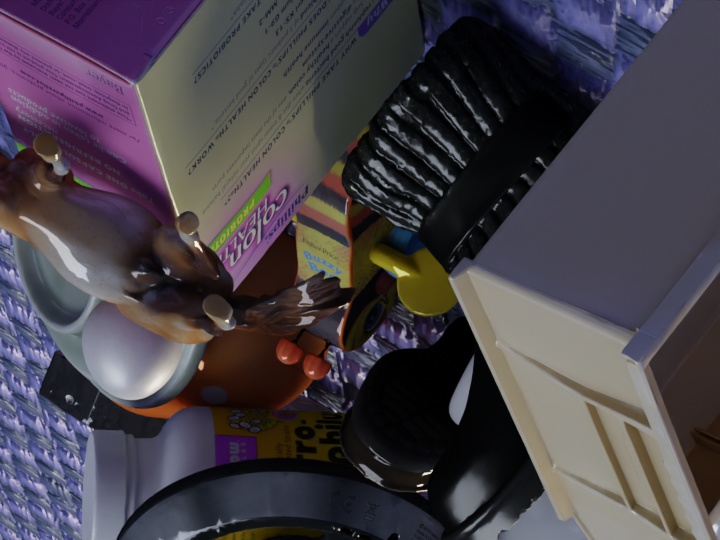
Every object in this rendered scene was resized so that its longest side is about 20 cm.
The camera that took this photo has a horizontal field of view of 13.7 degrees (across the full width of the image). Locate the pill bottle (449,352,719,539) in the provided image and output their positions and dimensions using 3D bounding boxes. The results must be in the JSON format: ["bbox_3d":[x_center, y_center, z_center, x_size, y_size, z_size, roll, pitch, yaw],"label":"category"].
[{"bbox_3d":[0.152,0.081,1.442,0.200,0.111,0.111,35,159,8],"label":"pill bottle"}]

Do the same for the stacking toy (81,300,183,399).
[{"bbox_3d":[-0.108,-0.034,1.460,0.146,0.200,0.146,4,157,2],"label":"stacking toy"}]

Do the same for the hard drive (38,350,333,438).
[{"bbox_3d":[-0.080,0.097,1.842,0.200,0.038,0.140,31,-159,20],"label":"hard drive"}]

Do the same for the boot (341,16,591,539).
[{"bbox_3d":[0.050,0.008,1.358,0.158,0.211,0.079,33,-175,2],"label":"boot"}]

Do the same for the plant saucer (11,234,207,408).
[{"bbox_3d":[-0.147,-0.020,1.642,0.200,0.050,0.200,19,113,56],"label":"plant saucer"}]

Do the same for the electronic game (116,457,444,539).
[{"bbox_3d":[-0.034,0.170,1.580,0.200,0.042,0.200,3,134,3],"label":"electronic game"}]

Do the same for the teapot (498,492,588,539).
[{"bbox_3d":[0.130,0.162,1.597,0.197,0.146,0.200,26,155,27],"label":"teapot"}]

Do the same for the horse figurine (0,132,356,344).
[{"bbox_3d":[-0.102,-0.015,1.238,0.200,0.050,0.133,29,171,1],"label":"horse figurine"}]

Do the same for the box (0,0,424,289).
[{"bbox_3d":[-0.067,-0.110,1.312,0.097,0.176,0.200,29,158,22],"label":"box"}]

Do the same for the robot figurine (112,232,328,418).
[{"bbox_3d":[-0.091,0.027,1.717,0.117,0.144,0.200,15,171,-29],"label":"robot figurine"}]

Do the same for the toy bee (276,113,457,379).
[{"bbox_3d":[0.000,0.000,1.527,0.131,0.109,0.200,15,150,42],"label":"toy bee"}]

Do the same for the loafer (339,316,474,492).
[{"bbox_3d":[0.037,0.082,1.537,0.073,0.071,0.200,41,-160,10],"label":"loafer"}]

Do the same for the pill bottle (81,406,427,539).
[{"bbox_3d":[-0.050,0.128,1.640,0.200,0.104,0.104,2,161,-10],"label":"pill bottle"}]

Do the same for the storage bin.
[{"bbox_3d":[0.150,0.003,1.160,0.094,0.200,0.199,24,155,35],"label":"storage bin"}]
